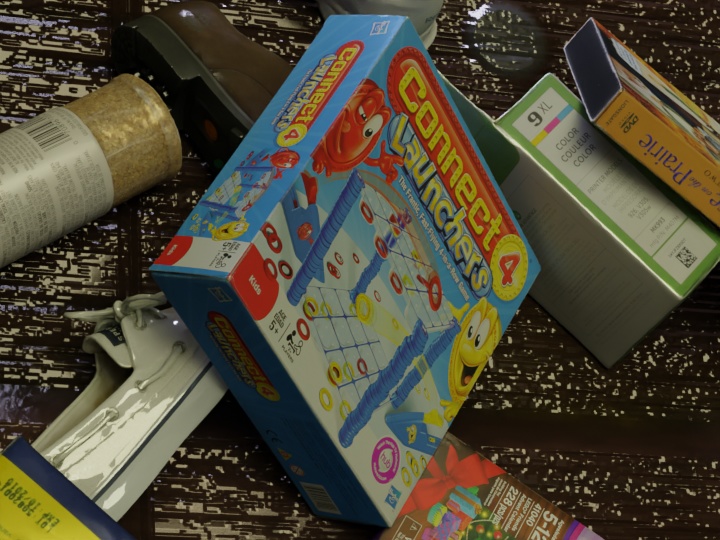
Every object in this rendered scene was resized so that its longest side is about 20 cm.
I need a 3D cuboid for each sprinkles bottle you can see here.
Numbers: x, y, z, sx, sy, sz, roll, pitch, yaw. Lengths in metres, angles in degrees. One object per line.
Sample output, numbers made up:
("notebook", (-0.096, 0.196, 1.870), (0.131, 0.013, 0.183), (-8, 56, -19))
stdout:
("sprinkles bottle", (-0.193, -0.039, 1.186), (0.200, 0.068, 0.068), (-30, 79, -29))

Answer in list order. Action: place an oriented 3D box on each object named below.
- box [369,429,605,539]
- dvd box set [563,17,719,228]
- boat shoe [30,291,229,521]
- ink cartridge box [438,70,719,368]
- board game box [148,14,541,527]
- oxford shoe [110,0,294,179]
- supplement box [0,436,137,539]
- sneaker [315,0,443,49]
("box", (0.050, 0.204, 1.177), (0.137, 0.039, 0.200), (34, 59, -3))
("dvd box set", (0.210, -0.061, 1.293), (0.200, 0.029, 0.146), (38, 17, -15))
("boat shoe", (-0.120, 0.046, 1.167), (0.086, 0.075, 0.202), (45, 65, -15))
("ink cartridge box", (0.110, -0.045, 1.279), (0.200, 0.104, 0.059), (43, 59, 4))
("board game box", (0.000, 0.000, 1.179), (0.196, 0.056, 0.200), (-57, 134, -30))
("oxford shoe", (-0.051, -0.081, 1.257), (0.084, 0.073, 0.200), (-32, 81, -33))
("supplement box", (-0.199, 0.198, 1.050), (0.109, 0.110, 0.200), (41, 59, 3))
("sneaker", (-0.031, -0.208, 1.315), (0.200, 0.087, 0.075), (29, 62, -4))
